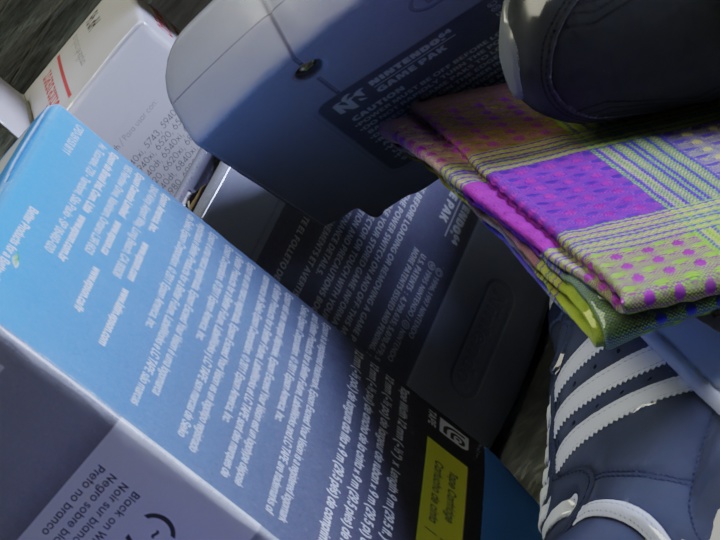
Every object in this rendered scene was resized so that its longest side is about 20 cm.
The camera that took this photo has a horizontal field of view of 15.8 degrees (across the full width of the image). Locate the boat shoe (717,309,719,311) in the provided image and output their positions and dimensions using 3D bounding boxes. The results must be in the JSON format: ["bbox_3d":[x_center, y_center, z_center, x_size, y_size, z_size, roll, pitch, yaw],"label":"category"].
[{"bbox_3d":[0.082,-0.042,0.850,0.072,0.068,0.200,-43,18,24],"label":"boat shoe"}]

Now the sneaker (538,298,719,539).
[{"bbox_3d":[0.067,0.063,0.662,0.109,0.070,0.200,-49,19,0],"label":"sneaker"}]

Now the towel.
[{"bbox_3d":[0.096,-0.029,0.700,0.143,0.023,0.200,-13,20,-12],"label":"towel"}]

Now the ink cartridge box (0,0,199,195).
[{"bbox_3d":[-0.067,-0.046,1.025,0.068,0.200,0.116,-49,16,4],"label":"ink cartridge box"}]

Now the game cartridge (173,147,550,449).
[{"bbox_3d":[0.000,0.000,0.863,0.041,0.133,0.201,-34,23,47],"label":"game cartridge"}]

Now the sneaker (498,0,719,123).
[{"bbox_3d":[0.134,-0.083,0.690,0.199,0.076,0.079,-20,34,-5],"label":"sneaker"}]

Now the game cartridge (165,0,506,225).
[{"bbox_3d":[0.045,-0.089,0.758,0.199,0.133,0.042,-32,63,11],"label":"game cartridge"}]

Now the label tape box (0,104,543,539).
[{"bbox_3d":[-0.034,0.059,0.685,0.066,0.200,0.143,-46,11,18],"label":"label tape box"}]
